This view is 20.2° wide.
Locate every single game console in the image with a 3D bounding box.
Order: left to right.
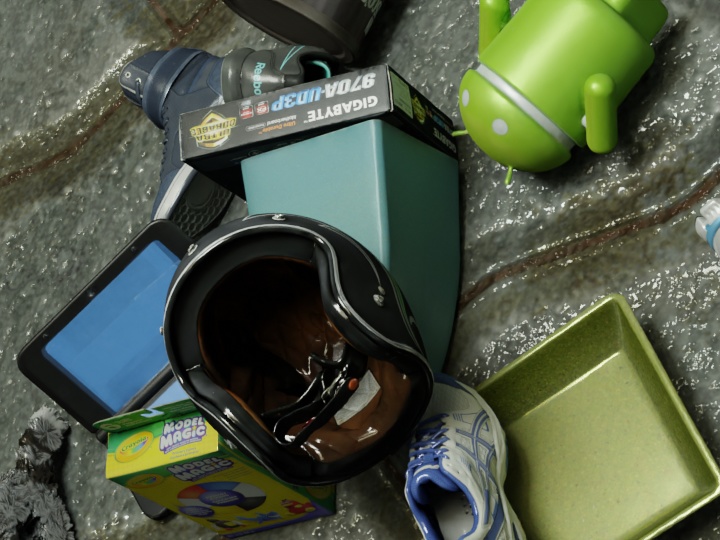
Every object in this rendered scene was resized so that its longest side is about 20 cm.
[{"bbox_3d":[-0.180,0.090,1.806,0.200,0.116,0.176,-44,50,10],"label":"game console"}]

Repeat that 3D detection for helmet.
[{"bbox_3d":[-0.054,0.052,1.555,0.200,0.200,0.191,-45,55,8],"label":"helmet"}]

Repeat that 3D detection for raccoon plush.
[{"bbox_3d":[-0.334,0.238,1.887,0.134,0.097,0.200,-32,23,35],"label":"raccoon plush"}]

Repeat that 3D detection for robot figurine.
[{"bbox_3d":[0.165,-0.167,1.692,0.200,0.116,0.175,-49,52,5],"label":"robot figurine"}]

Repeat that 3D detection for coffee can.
[{"bbox_3d":[-0.026,-0.315,1.877,0.146,0.146,0.200,21,81,40],"label":"coffee can"}]

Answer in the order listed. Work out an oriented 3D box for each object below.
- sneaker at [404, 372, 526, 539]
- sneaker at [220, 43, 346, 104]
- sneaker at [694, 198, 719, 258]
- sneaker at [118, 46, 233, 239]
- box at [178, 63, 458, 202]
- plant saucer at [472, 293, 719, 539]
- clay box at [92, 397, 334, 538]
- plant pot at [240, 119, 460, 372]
[{"bbox_3d":[0.070,0.153,1.558,0.075,0.088,0.200,-35,51,19],"label":"sneaker"},{"bbox_3d":[-0.049,-0.165,1.804,0.079,0.200,0.075,0,98,24],"label":"sneaker"},{"bbox_3d":[0.358,-0.055,1.542,0.200,0.075,0.087,-39,58,23],"label":"sneaker"},{"bbox_3d":[-0.182,-0.124,1.929,0.146,0.077,0.202,18,69,28],"label":"sneaker"},{"bbox_3d":[-0.035,-0.114,1.758,0.200,0.159,0.046,-12,71,20],"label":"box"},{"bbox_3d":[0.171,0.151,1.577,0.200,0.048,0.200,-36,53,15],"label":"plant saucer"},{"bbox_3d":[-0.122,0.164,1.674,0.115,0.200,0.048,-17,59,28],"label":"clay box"},{"bbox_3d":[0.000,0.000,1.717,0.141,0.141,0.200,-15,71,29],"label":"plant pot"}]
